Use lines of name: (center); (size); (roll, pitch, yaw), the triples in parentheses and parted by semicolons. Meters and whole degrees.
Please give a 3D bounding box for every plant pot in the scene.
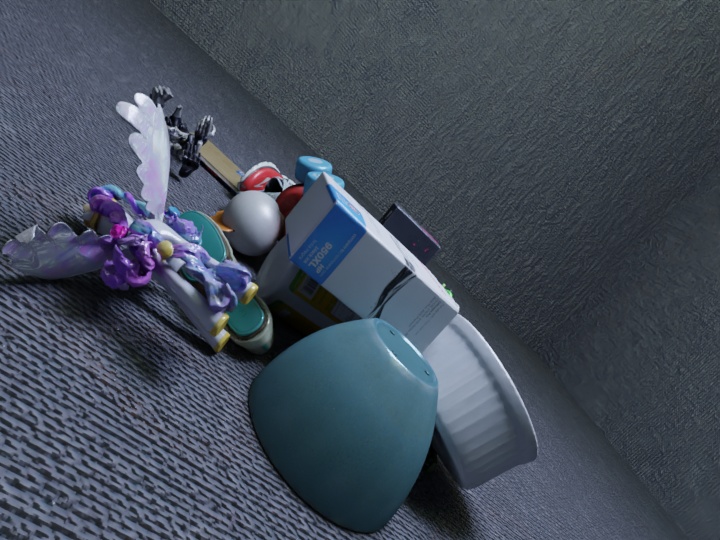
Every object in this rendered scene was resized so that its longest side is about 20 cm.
plant pot: (0.004, 0.131, 0.537); (0.199, 0.135, 0.201); (41, 11, -10)

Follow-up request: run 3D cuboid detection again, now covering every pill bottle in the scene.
pill bottle: (-0.044, 0.046, 0.734); (0.198, 0.111, 0.112); (37, 12, -26)

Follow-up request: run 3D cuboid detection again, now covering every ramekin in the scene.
ramekin: (0.122, 0.166, 0.654); (0.204, 0.096, 0.201); (62, -7, 12)

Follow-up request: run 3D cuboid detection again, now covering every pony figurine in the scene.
pony figurine: (-0.187, -0.022, 0.463); (0.198, 0.168, 0.193); (39, -21, -2)

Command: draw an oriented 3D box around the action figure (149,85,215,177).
action figure: (-0.305, -0.237, 0.876); (0.117, 0.103, 0.201); (21, 23, -32)

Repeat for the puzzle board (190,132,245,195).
puzzle board: (-0.280, -0.208, 1.069); (0.199, 0.017, 0.151); (44, 10, -5)

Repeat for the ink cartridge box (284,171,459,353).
ink cartridge box: (0.009, -0.008, 0.627); (0.199, 0.084, 0.145); (40, 10, -21)

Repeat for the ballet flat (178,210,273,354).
ballet flat: (-0.162, 0.017, 0.605); (0.202, 0.066, 0.063); (54, -12, 27)

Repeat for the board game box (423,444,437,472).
board game box: (0.070, 0.208, 0.781); (0.104, 0.024, 0.200); (42, 11, -2)

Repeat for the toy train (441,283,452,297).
toy train: (0.075, 0.086, 0.857); (0.056, 0.199, 0.042); (40, -25, 21)

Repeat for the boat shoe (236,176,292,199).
boat shoe: (-0.146, -0.131, 0.938); (0.068, 0.074, 0.199); (8, 20, 30)

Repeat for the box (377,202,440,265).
box: (0.051, -0.019, 1.068); (0.122, 0.201, 0.106); (39, 9, -7)

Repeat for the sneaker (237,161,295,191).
sneaker: (-0.161, -0.150, 1.034); (0.086, 0.077, 0.199); (51, 17, 21)

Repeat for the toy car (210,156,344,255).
toy car: (-0.143, -0.078, 0.811); (0.194, 0.189, 0.178); (6, 24, -19)
